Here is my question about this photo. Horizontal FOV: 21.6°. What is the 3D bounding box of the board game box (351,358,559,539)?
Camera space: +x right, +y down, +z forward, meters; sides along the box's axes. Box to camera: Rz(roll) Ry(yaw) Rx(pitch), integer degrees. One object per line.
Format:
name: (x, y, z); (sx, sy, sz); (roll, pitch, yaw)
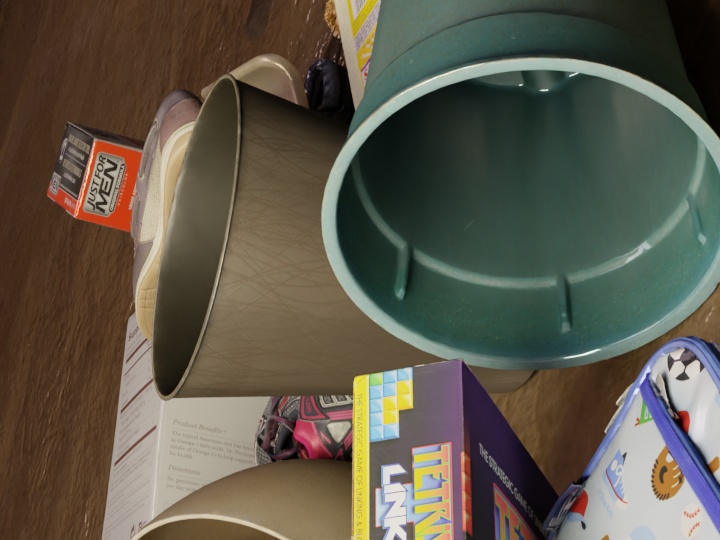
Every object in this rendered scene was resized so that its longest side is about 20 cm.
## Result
board game box: (0.056, 0.160, 0.868); (0.056, 0.200, 0.166); (-10, 58, 19)

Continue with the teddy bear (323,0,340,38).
teddy bear: (0.022, -0.248, 1.341); (0.201, 0.066, 0.145); (-61, 29, 33)

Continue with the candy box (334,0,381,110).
candy box: (0.040, -0.182, 1.101); (0.200, 0.026, 0.103); (-51, 43, 48)

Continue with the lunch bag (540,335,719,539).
lunch bag: (0.153, 0.125, 0.800); (0.161, 0.075, 0.200); (-63, 27, 24)

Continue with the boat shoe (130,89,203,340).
boat shoe: (-0.117, -0.034, 1.249); (0.201, 0.071, 0.065); (101, 154, -47)

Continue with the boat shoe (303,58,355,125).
boat shoe: (-0.001, -0.043, 1.239); (0.071, 0.090, 0.201); (-43, 39, 52)

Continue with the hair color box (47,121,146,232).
hair color box: (-0.118, -0.051, 1.377); (0.101, 0.199, 0.062); (29, 103, 67)

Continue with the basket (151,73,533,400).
basket: (0.000, 0.000, 1.058); (0.136, 0.199, 0.181); (-145, 68, -69)

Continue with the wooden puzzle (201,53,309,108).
wooden puzzle: (-0.057, -0.033, 1.240); (0.201, 0.046, 0.185); (71, 162, -4)

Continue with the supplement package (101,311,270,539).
supplement package: (-0.108, 0.119, 1.360); (0.117, 0.116, 0.201); (139, 140, -57)

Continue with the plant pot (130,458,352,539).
plant pot: (-0.022, 0.185, 1.068); (0.134, 0.200, 0.201); (-44, -8, -48)

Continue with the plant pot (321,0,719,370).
plant pot: (0.083, -0.089, 0.959); (0.201, 0.199, 0.197); (-55, 23, 40)

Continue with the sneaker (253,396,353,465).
sneaker: (-0.035, 0.102, 1.204); (0.081, 0.074, 0.200); (58, 156, 4)
